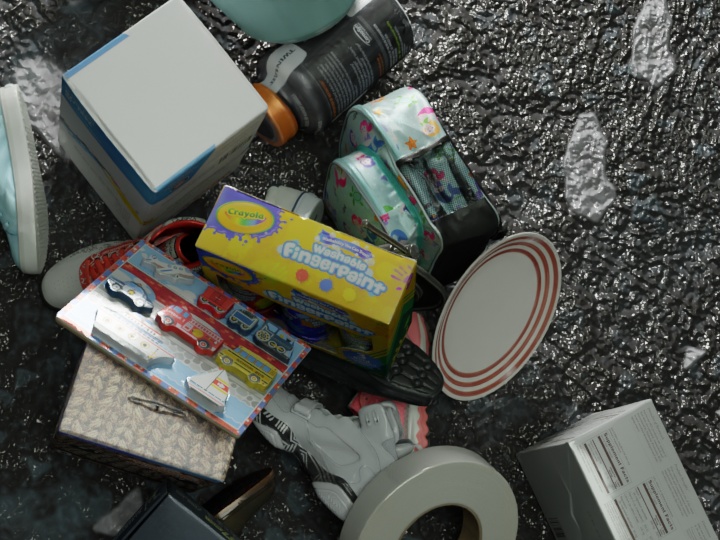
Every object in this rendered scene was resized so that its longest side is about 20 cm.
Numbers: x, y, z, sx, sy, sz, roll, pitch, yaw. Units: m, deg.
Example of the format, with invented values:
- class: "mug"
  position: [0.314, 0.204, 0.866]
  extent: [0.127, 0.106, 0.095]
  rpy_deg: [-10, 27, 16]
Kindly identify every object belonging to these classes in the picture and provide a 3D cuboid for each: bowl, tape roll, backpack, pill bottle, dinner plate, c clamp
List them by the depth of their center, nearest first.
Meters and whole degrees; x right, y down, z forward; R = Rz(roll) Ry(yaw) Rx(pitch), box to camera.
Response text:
- class: "tape roll"
  position: [0.071, 0.278, 1.380]
  extent: [0.201, 0.037, 0.205]
  rpy_deg: [-12, 116, -25]
- class: "c clamp"
  position: [0.000, 0.000, 1.382]
  extent: [0.170, 0.199, 0.027]
  rpy_deg: [32, 61, -34]
- class: "bowl"
  position: [-0.075, -0.318, 1.431]
  extent: [0.201, 0.200, 0.105]
  rpy_deg: [-43, 132, -19]
- class: "backpack"
  position: [0.045, -0.086, 1.435]
  extent: [0.149, 0.178, 0.201]
  rpy_deg: [-19, 71, -16]
- class: "dinner plate"
  position: [0.144, 0.048, 1.454]
  extent: [0.200, 0.201, 0.024]
  rpy_deg: [-40, 49, -20]
- class: "pill bottle"
  position: [-0.042, -0.224, 1.477]
  extent: [0.106, 0.106, 0.200]
  rpy_deg: [47, 70, -2]

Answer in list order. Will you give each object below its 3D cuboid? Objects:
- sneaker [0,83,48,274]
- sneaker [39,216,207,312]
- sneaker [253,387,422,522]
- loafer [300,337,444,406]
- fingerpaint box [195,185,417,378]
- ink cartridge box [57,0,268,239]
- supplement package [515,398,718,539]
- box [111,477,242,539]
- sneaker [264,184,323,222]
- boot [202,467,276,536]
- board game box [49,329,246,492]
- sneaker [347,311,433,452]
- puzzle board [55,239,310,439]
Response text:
- class: "sneaker"
  position: [-0.372, -0.088, 1.382]
  extent: [0.081, 0.074, 0.202]
  rpy_deg: [-11, 77, -2]
- class: "sneaker"
  position: [-0.233, -0.009, 1.365]
  extent: [0.199, 0.108, 0.068]
  rpy_deg: [-10, 80, -7]
- class: "sneaker"
  position: [-0.029, 0.157, 1.387]
  extent: [0.115, 0.075, 0.200]
  rpy_deg: [-44, 79, 7]
- class: "loafer"
  position: [-0.004, 0.092, 1.409]
  extent: [0.199, 0.071, 0.068]
  rpy_deg: [24, 49, 17]
- class: "fingerpaint box"
  position: [-0.051, 0.016, 1.303]
  extent: [0.198, 0.167, 0.074]
  rpy_deg: [22, 70, 8]
- class: "ink cartridge box"
  position: [-0.207, -0.147, 1.365]
  extent: [0.146, 0.200, 0.146]
  rpy_deg: [-39, 89, -19]
- class: "supplement package"
  position: [0.280, 0.258, 1.436]
  extent: [0.110, 0.156, 0.201]
  rpy_deg: [-23, 85, -18]
- class: "box"
  position: [-0.164, 0.324, 1.295]
  extent: [0.200, 0.051, 0.158]
  rpy_deg: [43, 91, -13]
- class: "sneaker"
  position: [-0.110, 0.000, 1.439]
  extent: [0.070, 0.073, 0.201]
  rpy_deg: [21, 72, 16]
- class: "boot"
  position: [-0.144, 0.295, 1.362]
  extent: [0.200, 0.075, 0.097]
  rpy_deg: [-40, 100, -10]
- class: "board game box"
  position: [-0.208, 0.142, 1.302]
  extent: [0.158, 0.200, 0.098]
  rpy_deg: [19, 74, -10]
- class: "sneaker"
  position: [0.031, 0.128, 1.440]
  extent: [0.086, 0.074, 0.202]
  rpy_deg: [5, 75, -9]
- class: "puzzle board"
  position: [-0.159, 0.057, 1.240]
  extent: [0.199, 0.017, 0.151]
  rpy_deg: [32, 37, 7]
